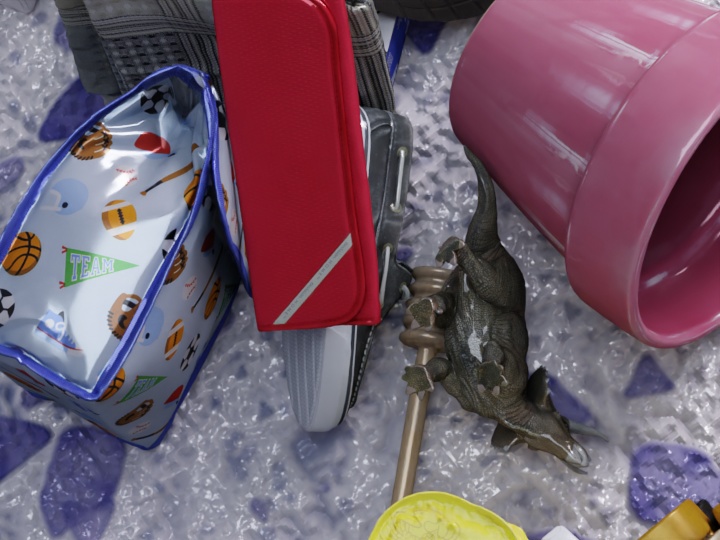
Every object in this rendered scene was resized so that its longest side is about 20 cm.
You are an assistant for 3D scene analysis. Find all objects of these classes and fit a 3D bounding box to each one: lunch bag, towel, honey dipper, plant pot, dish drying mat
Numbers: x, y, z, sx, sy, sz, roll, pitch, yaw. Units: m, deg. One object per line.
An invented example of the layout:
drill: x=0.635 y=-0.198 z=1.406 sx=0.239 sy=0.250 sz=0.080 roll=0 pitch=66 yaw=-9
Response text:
lunch bag: x=-0.129 y=-0.010 z=1.297 sx=0.124 sy=0.170 sz=0.200 roll=25 pitch=78 yaw=11
towel: x=-0.081 y=-0.124 z=1.312 sx=0.200 sy=0.193 sz=0.035 roll=8 pitch=69 yaw=9
honey dipper: x=0.032 y=0.098 z=1.315 sx=0.038 sy=0.038 sz=0.200 roll=8 pitch=77 yaw=10
plant pot: x=0.157 y=-0.085 z=1.279 sx=0.179 sy=0.200 sz=0.200 roll=37 pitch=82 yaw=31
dish drying mat: x=-0.035 y=-0.063 z=1.237 sx=0.077 sy=0.018 sz=0.200 roll=-3 pitch=108 yaw=14

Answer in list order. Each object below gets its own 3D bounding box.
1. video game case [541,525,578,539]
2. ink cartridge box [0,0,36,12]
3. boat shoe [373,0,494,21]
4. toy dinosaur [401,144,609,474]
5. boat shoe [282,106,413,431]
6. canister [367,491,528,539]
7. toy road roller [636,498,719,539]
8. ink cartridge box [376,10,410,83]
video game case: x=0.143 y=0.237 z=1.166 sx=0.017 sy=0.200 sz=0.143 roll=-34 pitch=59 yaw=-25
ink cartridge box: x=-0.253 y=-0.297 z=1.408 sx=0.147 sy=0.145 sz=0.200 roll=20 pitch=78 yaw=13
boat shoe: x=0.074 y=-0.205 z=1.365 sx=0.200 sy=0.075 sz=0.073 roll=-4 pitch=56 yaw=-21
toy dinosaur: x=0.071 y=0.031 z=1.292 sx=0.077 sy=0.102 sz=0.200 roll=-20 pitch=79 yaw=22
boat shoe: x=0.000 y=0.000 z=1.313 sx=0.071 sy=0.072 sz=0.200 roll=1 pitch=103 yaw=-25
canister: x=0.039 y=0.210 z=1.195 sx=0.086 sy=0.200 sz=0.149 roll=22 pitch=78 yaw=13
toy road roller: x=0.230 y=0.159 z=1.185 sx=0.146 sy=0.200 sz=0.123 roll=-42 pitch=80 yaw=9
ink cartridge box: x=-0.070 y=-0.166 z=1.399 sx=0.200 sy=0.044 sz=0.094 roll=12 pitch=74 yaw=11
